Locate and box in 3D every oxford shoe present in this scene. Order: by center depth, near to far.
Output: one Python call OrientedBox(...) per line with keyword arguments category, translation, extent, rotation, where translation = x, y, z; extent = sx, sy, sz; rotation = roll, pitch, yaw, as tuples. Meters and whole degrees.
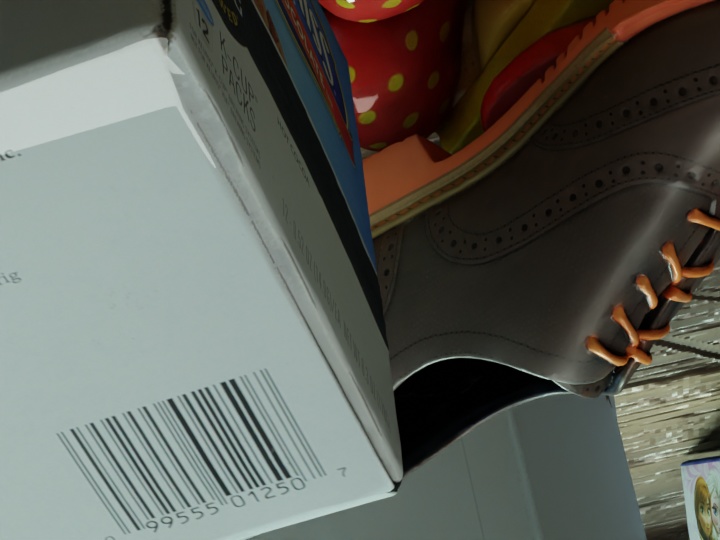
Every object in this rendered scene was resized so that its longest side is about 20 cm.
OrientedBox(category="oxford shoe", translation=(0.064, -0.011, 0.645), extent=(0.200, 0.073, 0.071), rotation=(-31, 148, 32))

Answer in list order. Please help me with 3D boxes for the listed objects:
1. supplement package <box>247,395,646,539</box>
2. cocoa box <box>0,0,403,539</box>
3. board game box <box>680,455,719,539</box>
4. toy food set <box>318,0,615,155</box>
OrientedBox(category="supplement package", translation=(0.026, 0.113, 0.838), extent=(0.111, 0.200, 0.156), rotation=(-19, 153, 13))
OrientedBox(category="cocoa box", translation=(-0.109, -0.015, 0.572), extent=(0.200, 0.131, 0.133), rotation=(-18, 134, 10))
OrientedBox(category="board game box", translation=(0.229, 0.064, 0.936), extent=(0.199, 0.041, 0.200), rotation=(-7, 175, -12))
OrientedBox(category="toy food set", translation=(0.070, -0.079, 0.649), extent=(0.198, 0.049, 0.200), rotation=(0, 151, -25))
